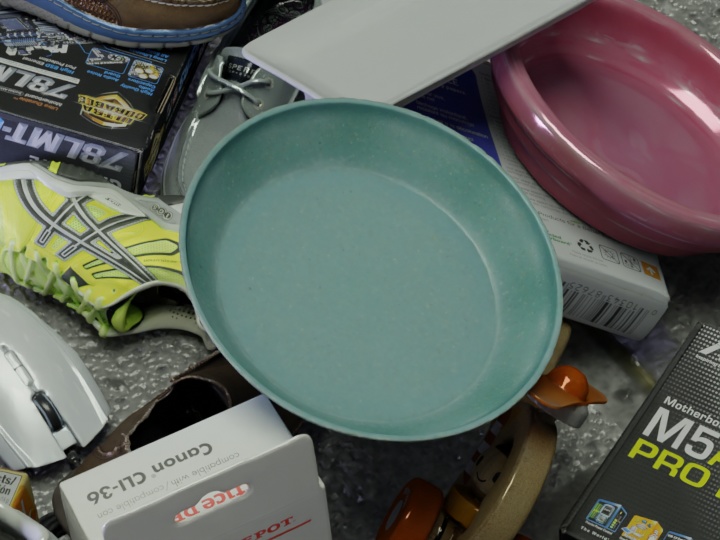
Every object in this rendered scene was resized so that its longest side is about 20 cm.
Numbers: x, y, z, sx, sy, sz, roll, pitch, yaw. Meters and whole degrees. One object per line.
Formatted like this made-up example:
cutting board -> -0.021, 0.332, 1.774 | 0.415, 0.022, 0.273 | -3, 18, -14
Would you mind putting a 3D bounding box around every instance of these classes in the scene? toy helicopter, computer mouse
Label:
toy helicopter -> 0.084, 0.079, 1.565 | 0.079, 0.132, 0.200 | 29, 36, -7
computer mouse -> -0.181, 0.073, 1.632 | 0.110, 0.044, 0.200 | -33, 57, -20

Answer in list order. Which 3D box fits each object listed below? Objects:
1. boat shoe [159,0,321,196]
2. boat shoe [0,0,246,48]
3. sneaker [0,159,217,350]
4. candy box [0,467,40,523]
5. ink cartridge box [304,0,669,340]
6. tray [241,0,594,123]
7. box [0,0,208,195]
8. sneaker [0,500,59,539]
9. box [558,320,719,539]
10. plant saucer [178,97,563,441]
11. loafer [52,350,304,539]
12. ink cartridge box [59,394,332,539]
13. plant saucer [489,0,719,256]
boat shoe -> -0.068, -0.107, 1.747 | 0.070, 0.072, 0.201 | 14, 54, 14
boat shoe -> -0.162, -0.184, 1.725 | 0.200, 0.072, 0.072 | 10, 43, -3
sneaker -> -0.152, -0.007, 1.674 | 0.200, 0.075, 0.076 | 8, 52, 12
candy box -> -0.215, 0.207, 1.483 | 0.055, 0.115, 0.200 | 11, 53, 12
ink cartridge box -> 0.065, -0.064, 1.659 | 0.198, 0.047, 0.200 | 17, 35, -22
tray -> 0.044, -0.135, 1.621 | 0.200, 0.022, 0.107 | -30, 43, -27
box -> -0.197, -0.141, 1.758 | 0.200, 0.050, 0.199 | 15, 44, 3
sneaker -> -0.226, 0.116, 1.424 | 0.200, 0.089, 0.075 | 13, 55, 15
box -> 0.227, 0.131, 1.556 | 0.200, 0.044, 0.160 | 25, 58, 21
plant saucer -> 0.002, 0.005, 1.490 | 0.200, 0.036, 0.200 | 9, 57, -14
loafer -> -0.078, 0.087, 1.560 | 0.073, 0.071, 0.200 | 45, 38, 3
ink cartridge box -> -0.078, 0.138, 1.473 | 0.116, 0.200, 0.068 | -24, 54, -14
plant saucer -> 0.155, -0.078, 1.668 | 0.200, 0.051, 0.201 | 23, 36, -18
